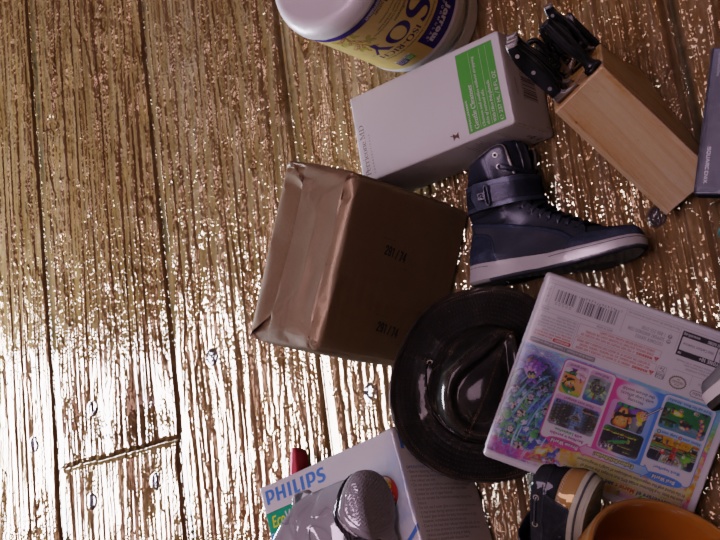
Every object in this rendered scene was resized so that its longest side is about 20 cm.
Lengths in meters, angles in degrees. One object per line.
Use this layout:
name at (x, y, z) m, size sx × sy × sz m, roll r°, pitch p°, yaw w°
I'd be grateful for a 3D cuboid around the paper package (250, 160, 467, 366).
paper package at (0.000, 0.000, 1.337) m, size 0.103 × 0.200 × 0.191 m, roll 14°, pitch 91°, yaw 40°

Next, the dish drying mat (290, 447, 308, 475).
dish drying mat at (-0.069, 0.303, 1.434) m, size 0.018 × 0.077 × 0.200 m, roll 0°, pitch 80°, yaw 3°

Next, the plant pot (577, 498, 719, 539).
plant pot at (0.240, 0.334, 1.102) m, size 0.200 × 0.200 × 0.183 m, roll 54°, pitch 132°, yaw 32°

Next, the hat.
hat at (0.121, 0.106, 1.232) m, size 0.200 × 0.081 × 0.201 m, roll 0°, pitch 78°, yaw 2°

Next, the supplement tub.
supplement tub at (0.020, -0.298, 1.372) m, size 0.145 × 0.200 × 0.145 m, roll -8°, pitch 77°, yaw 39°

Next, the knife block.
knife block at (0.226, -0.158, 1.193) m, size 0.064 × 0.176 × 0.200 m, roll -44°, pitch 58°, yaw 27°

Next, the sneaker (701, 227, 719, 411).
sneaker at (0.346, 0.019, 1.105) m, size 0.200 × 0.084 × 0.121 m, roll -48°, pitch 62°, yaw 19°

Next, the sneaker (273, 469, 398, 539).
sneaker at (-0.022, 0.299, 1.227) m, size 0.115 × 0.075 × 0.200 m, roll -17°, pitch 67°, yaw 36°

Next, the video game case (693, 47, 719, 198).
video game case at (0.403, -0.133, 1.125) m, size 0.200 × 0.019 × 0.143 m, roll 3°, pitch 80°, yaw 35°

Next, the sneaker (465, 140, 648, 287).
sneaker at (0.189, -0.066, 1.273) m, size 0.202 × 0.077 × 0.146 m, roll -9°, pitch 79°, yaw 40°

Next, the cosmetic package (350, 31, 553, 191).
cosmetic package at (0.095, -0.165, 1.363) m, size 0.200 × 0.085 × 0.108 m, roll -21°, pitch 72°, yaw 34°

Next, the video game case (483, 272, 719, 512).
video game case at (0.237, 0.119, 1.169) m, size 0.200 × 0.024 × 0.182 m, roll 19°, pitch 96°, yaw 6°

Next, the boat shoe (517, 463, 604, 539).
boat shoe at (0.181, 0.247, 1.178) m, size 0.062 × 0.075 × 0.200 m, roll 21°, pitch 140°, yaw 21°

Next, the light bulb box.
light bulb box at (0.023, 0.288, 1.319) m, size 0.198 × 0.125 × 0.200 m, roll -30°, pitch 66°, yaw 32°
